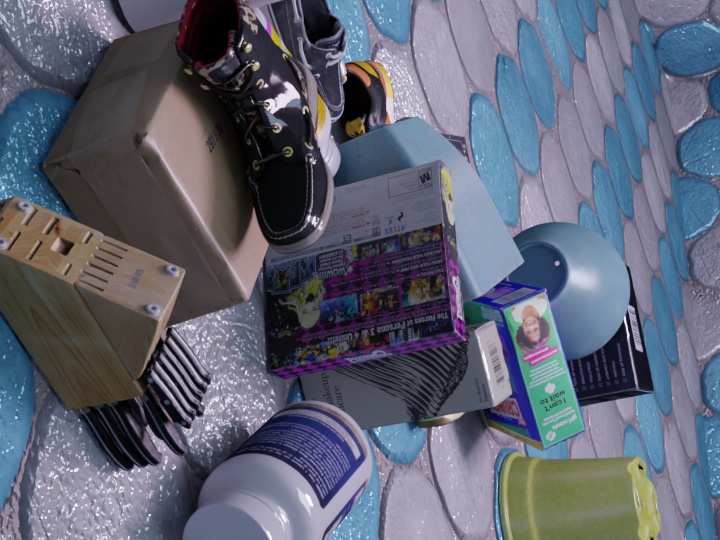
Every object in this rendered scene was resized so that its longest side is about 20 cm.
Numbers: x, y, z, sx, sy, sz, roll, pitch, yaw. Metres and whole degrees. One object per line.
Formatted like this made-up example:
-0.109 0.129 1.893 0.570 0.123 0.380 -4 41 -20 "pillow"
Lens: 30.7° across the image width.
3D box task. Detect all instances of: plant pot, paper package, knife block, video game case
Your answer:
0.264 0.017 1.836 0.135 0.200 0.201 29 52 -63 "plant pot"
-0.152 -0.087 1.107 0.200 0.103 0.191 -77 147 -48 "paper package"
-0.205 0.059 0.979 0.200 0.176 0.064 24 37 -4 "knife block"
0.000 0.000 1.284 0.036 0.200 0.182 37 44 -57 "video game case"
0.033 -0.053 1.417 0.200 0.196 0.196 69 24 -3 "plant pot"
0.316 0.340 1.842 0.200 0.184 0.201 46 37 -51 "plant pot"

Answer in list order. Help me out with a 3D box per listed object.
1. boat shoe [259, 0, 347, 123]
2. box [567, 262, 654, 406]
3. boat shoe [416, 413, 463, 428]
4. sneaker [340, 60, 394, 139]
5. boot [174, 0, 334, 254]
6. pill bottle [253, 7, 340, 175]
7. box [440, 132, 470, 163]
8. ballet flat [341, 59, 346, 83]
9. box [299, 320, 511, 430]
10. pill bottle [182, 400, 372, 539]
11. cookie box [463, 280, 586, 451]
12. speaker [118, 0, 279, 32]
-0.046 -0.231 1.321 0.072 0.068 0.200 -59 140 -40 "boat shoe"
0.311 0.101 1.948 0.124 0.196 0.200 18 61 -65 "box"
0.118 0.134 1.645 0.200 0.073 0.065 -41 120 -64 "boat shoe"
0.012 -0.154 1.576 0.090 0.070 0.201 -16 89 -61 "sneaker"
-0.085 -0.126 1.057 0.151 0.073 0.200 49 32 -51 "boot"
-0.096 -0.160 1.274 0.200 0.104 0.104 52 33 -43 "pill bottle"
0.116 -0.086 1.790 0.158 0.048 0.200 -6 84 -66 "box"
-0.047 -0.211 1.467 0.068 0.064 0.200 67 24 -21 "ballet flat"
0.044 0.110 1.323 0.068 0.200 0.082 -19 94 -67 "box"
-0.072 0.195 1.125 0.200 0.111 0.111 -38 112 -65 "pill bottle"
0.206 0.121 1.744 0.171 0.075 0.200 13 -57 70 "cookie box"
-0.116 -0.269 1.167 0.081 0.200 0.081 -13 90 -73 "speaker"
